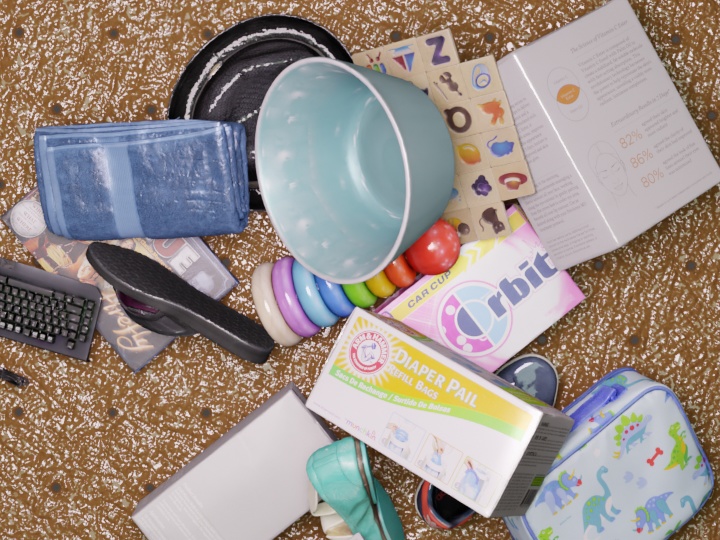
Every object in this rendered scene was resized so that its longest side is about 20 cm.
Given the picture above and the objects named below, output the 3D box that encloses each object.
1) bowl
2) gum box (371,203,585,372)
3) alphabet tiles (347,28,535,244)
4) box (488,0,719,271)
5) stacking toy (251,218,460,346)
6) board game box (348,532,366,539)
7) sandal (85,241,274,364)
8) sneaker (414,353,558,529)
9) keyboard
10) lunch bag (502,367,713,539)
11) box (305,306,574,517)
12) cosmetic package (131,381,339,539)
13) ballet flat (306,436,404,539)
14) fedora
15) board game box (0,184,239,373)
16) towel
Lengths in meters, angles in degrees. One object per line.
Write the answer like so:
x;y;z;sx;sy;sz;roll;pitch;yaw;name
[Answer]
0.008;-0.096;1.311;0.105;0.200;0.202;-15;92;-40;bowl
0.111;0.035;1.427;0.200;0.066;0.114;-38;93;0;gum box
0.067;-0.117;1.365;0.166;0.006;0.201;-12;106;25;alphabet tiles
0.215;-0.128;1.378;0.152;0.106;0.201;-30;92;-28;box
0.000;0.000;1.390;0.199;0.085;0.086;-22;92;16;stacking toy
-0.003;0.348;1.393;0.134;0.034;0.200;-36;130;0;board game box
-0.178;0.040;1.387;0.200;0.075;0.048;31;108;-2;sandal
0.128;0.170;1.423;0.075;0.085;0.200;34;90;-2;sneaker
-0.354;0.051;1.424;0.199;0.021;0.128;16;101;9;keyboard
0.229;0.199;1.394;0.200;0.082;0.161;-38;115;-13;lunch bag
0.070;0.126;1.306;0.200;0.112;0.102;29;94;24;box
-0.111;0.209;1.420;0.200;0.090;0.107;-37;93;-3;cosmetic package
-0.010;0.216;1.366;0.070;0.200;0.068;-13;53;6;ballet flat
-0.090;-0.153;1.403;0.200;0.092;0.202;0;92;-1;fedora
-0.233;-0.020;1.434;0.135;0.035;0.200;-41;92;0;board game box
-0.203;-0.083;1.364;0.199;0.049;0.112;-2;104;13;towel
